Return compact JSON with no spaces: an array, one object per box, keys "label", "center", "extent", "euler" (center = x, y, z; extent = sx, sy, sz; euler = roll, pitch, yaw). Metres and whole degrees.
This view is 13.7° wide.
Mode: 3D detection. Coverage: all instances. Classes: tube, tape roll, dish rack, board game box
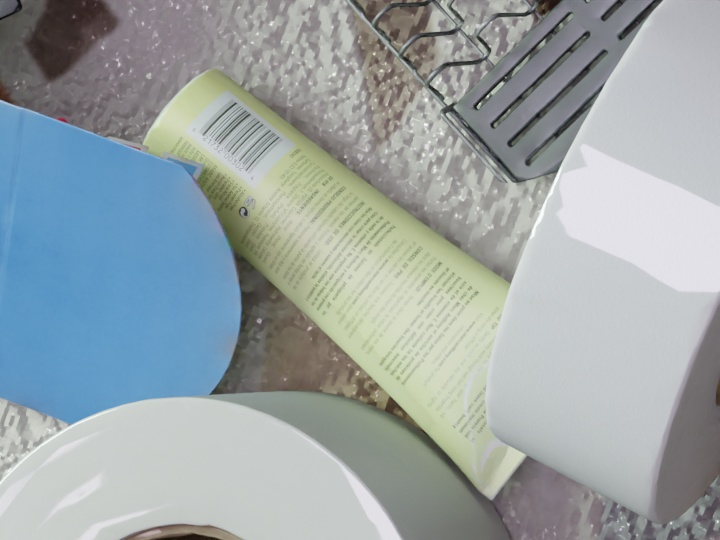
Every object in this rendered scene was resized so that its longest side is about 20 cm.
[{"label":"tube","center":[0.000,0.000,1.198],"extent":[0.200,0.052,0.058],"euler":[39,136,12]},{"label":"tape roll","center":[-0.045,0.148,1.159],"extent":[0.202,0.139,0.203],"euler":[0,89,19]},{"label":"tape roll","center":[0.123,-0.012,1.078],"extent":[0.071,0.202,0.203],"euler":[26,97,16]},{"label":"dish rack","center":[0.048,-0.141,1.181],"extent":[0.153,0.055,0.200],"euler":[-45,77,13]},{"label":"board game box","center":[-0.136,-0.016,1.218],"extent":[0.200,0.039,0.158],"euler":[20,133,7]}]

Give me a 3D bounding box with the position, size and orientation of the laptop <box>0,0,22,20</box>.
[{"label":"laptop","center":[-0.249,-0.146,1.246],"extent":[0.103,0.200,0.178],"euler":[-24,90,-27]}]
